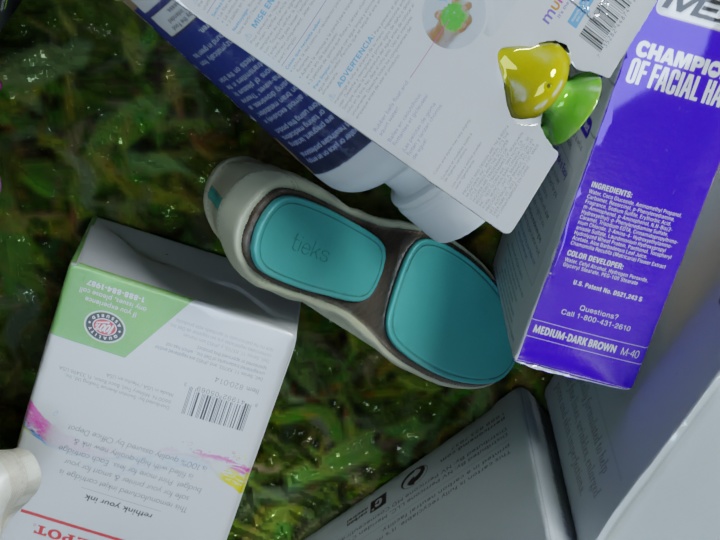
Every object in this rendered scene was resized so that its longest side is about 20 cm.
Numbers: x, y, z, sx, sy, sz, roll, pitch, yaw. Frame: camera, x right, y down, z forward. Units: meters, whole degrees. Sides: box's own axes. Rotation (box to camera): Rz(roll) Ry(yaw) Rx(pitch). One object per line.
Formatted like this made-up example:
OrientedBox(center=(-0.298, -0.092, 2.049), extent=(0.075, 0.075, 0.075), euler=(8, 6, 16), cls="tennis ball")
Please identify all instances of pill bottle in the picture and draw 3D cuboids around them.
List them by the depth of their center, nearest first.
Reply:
OrientedBox(center=(-0.010, -0.107, 0.726), extent=(0.200, 0.111, 0.111), euler=(41, 107, -17), cls="pill bottle")

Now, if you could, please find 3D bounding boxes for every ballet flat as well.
OrientedBox(center=(0.000, 0.000, 0.793), extent=(0.069, 0.070, 0.199), euler=(-44, 133, 16), cls="ballet flat")

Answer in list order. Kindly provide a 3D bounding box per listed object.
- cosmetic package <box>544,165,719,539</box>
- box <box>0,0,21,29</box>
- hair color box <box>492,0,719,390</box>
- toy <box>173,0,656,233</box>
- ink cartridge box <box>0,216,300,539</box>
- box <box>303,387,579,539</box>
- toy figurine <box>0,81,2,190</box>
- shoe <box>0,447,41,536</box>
OrientedBox(center=(0.218, 0.077, 0.782), extent=(0.198, 0.165, 0.166), euler=(27, 111, -12), cls="cosmetic package")
OrientedBox(center=(-0.196, -0.176, 0.642), extent=(0.147, 0.200, 0.126), euler=(13, 112, -6), cls="box")
OrientedBox(center=(0.122, -0.062, 0.750), extent=(0.064, 0.110, 0.202), euler=(13, 113, -7), cls="hair color box")
OrientedBox(center=(0.010, -0.117, 0.645), extent=(0.199, 0.047, 0.116), euler=(33, 90, -19), cls="toy")
OrientedBox(center=(-0.114, 0.088, 0.832), extent=(0.116, 0.067, 0.202), euler=(18, 111, -8), cls="ink cartridge box")
OrientedBox(center=(0.047, 0.198, 0.812), extent=(0.198, 0.200, 0.131), euler=(-35, 108, 13), cls="box")
OrientedBox(center=(-0.229, -0.027, 0.737), extent=(0.184, 0.149, 0.201), euler=(-49, 130, -17), cls="toy figurine")
OrientedBox(center=(-0.209, 0.132, 0.818), extent=(0.070, 0.053, 0.200), euler=(58, 145, 4), cls="shoe")
